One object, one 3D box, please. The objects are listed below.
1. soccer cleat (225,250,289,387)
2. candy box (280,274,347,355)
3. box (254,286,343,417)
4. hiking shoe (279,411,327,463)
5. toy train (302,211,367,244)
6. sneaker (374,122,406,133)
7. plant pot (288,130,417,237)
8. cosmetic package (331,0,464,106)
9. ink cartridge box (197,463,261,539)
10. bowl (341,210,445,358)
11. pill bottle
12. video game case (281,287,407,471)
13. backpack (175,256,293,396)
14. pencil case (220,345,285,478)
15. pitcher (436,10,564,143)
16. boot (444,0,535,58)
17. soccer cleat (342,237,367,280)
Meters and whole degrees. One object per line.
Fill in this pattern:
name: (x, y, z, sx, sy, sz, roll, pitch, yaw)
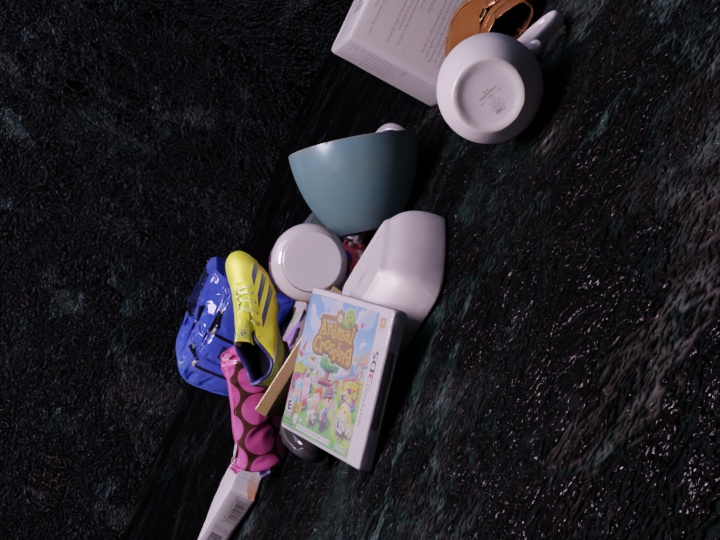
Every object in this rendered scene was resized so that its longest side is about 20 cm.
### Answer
soccer cleat: (-0.155, 0.070, 1.458, 0.064, 0.202, 0.083, -18, -2, 33)
candy box: (-0.090, 0.111, 1.657, 0.168, 0.071, 0.202, -41, 26, 63)
box: (-0.074, 0.118, 1.451, 0.201, 0.021, 0.163, -57, -9, -2)
hiking shoe: (-0.052, 0.167, 1.360, 0.201, 0.075, 0.101, -82, 18, -59)
toy train: (-0.067, -0.030, 1.745, 0.200, 0.113, 0.086, -44, 22, 59)
sneaker: (0.023, -0.147, 1.699, 0.201, 0.070, 0.109, 119, 175, -49)
plant pot: (-0.001, -0.125, 1.553, 0.200, 0.198, 0.136, 167, 92, -75)
cosmetic package: (0.085, -0.384, 1.611, 0.169, 0.198, 0.166, -64, 12, -2)
ink cartridge box: (-0.207, 0.366, 1.728, 0.163, 0.050, 0.200, -58, 5, 30)
bowl: (0.030, 0.027, 1.303, 0.201, 0.074, 0.201, -58, 12, 33)
pill bottle: (-0.077, -0.010, 1.478, 0.113, 0.111, 0.200, -65, 5, -4)
video game case: (-0.025, 0.123, 1.220, 0.199, 0.022, 0.184, 13, 90, 59)
backpack: (-0.222, 0.105, 1.682, 0.202, 0.161, 0.168, -63, 14, 12)
pencil case: (-0.166, 0.207, 1.547, 0.091, 0.093, 0.202, 23, 122, 59)
pitcher: (0.169, -0.233, 1.180, 0.171, 0.121, 0.200, -44, 7, 18)
boot: (0.183, -0.333, 1.430, 0.200, 0.076, 0.156, -47, 23, 34)
soccer cleat: (0.000, 0.000, 1.527, 0.200, 0.066, 0.077, -125, 48, -78)
